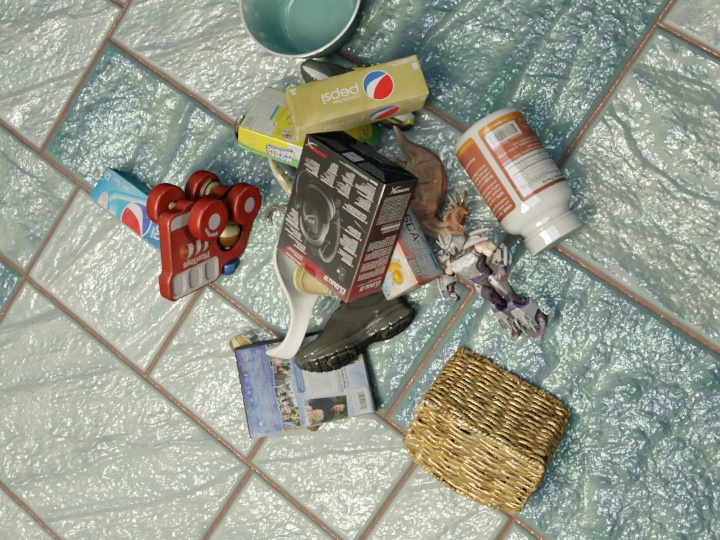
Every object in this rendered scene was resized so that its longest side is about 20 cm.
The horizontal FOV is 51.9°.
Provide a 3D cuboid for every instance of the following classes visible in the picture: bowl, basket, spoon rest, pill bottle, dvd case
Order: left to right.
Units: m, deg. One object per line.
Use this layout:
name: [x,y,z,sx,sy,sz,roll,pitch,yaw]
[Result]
spoon rest: [-0.097,0.033,1.131,0.061,0.099,0.200,-10,68,55]
dvd case: [-0.085,0.169,1.146,0.200,0.018,0.143,-10,77,-9]
bowl: [-0.081,-0.420,1.177,0.201,0.105,0.201,-1,87,15]
basket: [0.183,0.240,1.090,0.200,0.149,0.143,27,128,16]
pill bottle: [0.231,-0.125,1.069,0.112,0.112,0.200,-33,79,12]

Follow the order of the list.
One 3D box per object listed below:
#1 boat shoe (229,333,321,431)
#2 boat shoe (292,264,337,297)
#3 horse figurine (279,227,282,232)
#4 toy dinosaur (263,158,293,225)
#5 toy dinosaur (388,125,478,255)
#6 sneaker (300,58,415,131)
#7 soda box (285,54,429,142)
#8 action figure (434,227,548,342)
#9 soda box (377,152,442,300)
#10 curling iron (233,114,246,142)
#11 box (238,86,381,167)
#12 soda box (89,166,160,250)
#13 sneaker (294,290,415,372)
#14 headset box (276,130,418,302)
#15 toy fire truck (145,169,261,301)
boat shoe: [-0.120,0.163,1.185,0.200,0.072,0.076,43,86,4]
boat shoe: [0.001,0.002,1.102,0.200,0.063,0.073,-3,101,-12]
horse figurine: [-0.025,-0.075,1.132,0.200,0.050,0.133,31,96,-25]
toy dinosaur: [-0.100,-0.095,1.182,0.200,0.047,0.088,43,100,-10]
toy dinosaur: [0.102,-0.120,1.110,0.135,0.086,0.200,-7,95,15]
sneaker: [0.003,-0.291,1.165,0.200,0.074,0.085,25,80,0]
soda box: [-0.007,-0.251,1.085,0.200,0.068,0.064,-17,83,-7]
action figure: [0.179,0.016,1.043,0.200,0.130,0.069,43,57,-15]
soda box: [0.036,-0.063,1.048,0.068,0.064,0.200,-32,79,43]
curling iron: [-0.121,-0.248,1.220,0.200,0.026,0.050,-10,86,15]
box: [-0.075,-0.210,1.150,0.200,0.048,0.117,18,50,5]
soda box: [-0.358,-0.094,1.259,0.200,0.068,0.064,35,96,15]
sneaker: [-0.018,0.086,1.137,0.200,0.076,0.091,-27,66,-16]
headset box: [-0.025,-0.067,1.006,0.149,0.077,0.200,36,124,30]
toy fire truck: [-0.242,-0.057,1.169,0.112,0.200,0.168,19,119,26]
